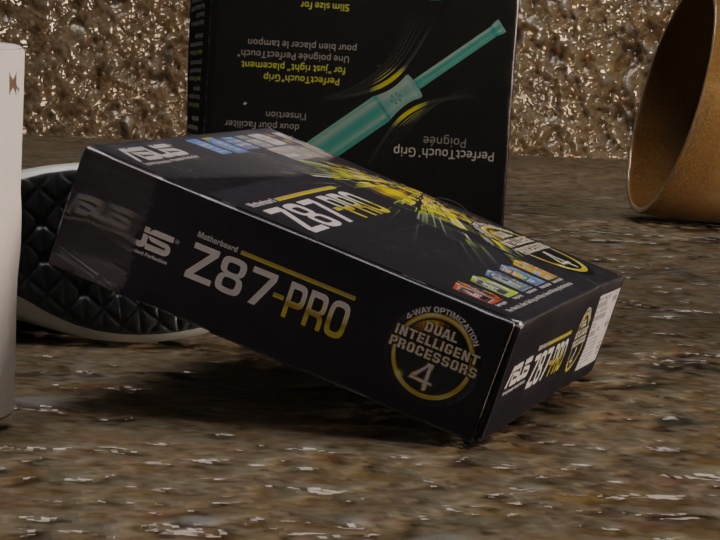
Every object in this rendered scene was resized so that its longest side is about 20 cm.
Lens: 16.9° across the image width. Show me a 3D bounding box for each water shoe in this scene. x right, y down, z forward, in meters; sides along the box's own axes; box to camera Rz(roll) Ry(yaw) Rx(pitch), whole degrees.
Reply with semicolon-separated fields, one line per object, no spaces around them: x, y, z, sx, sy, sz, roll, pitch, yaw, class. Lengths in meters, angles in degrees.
-0.142;-0.010;1.006;0.199;0.072;0.079;4;0;-6;water shoe

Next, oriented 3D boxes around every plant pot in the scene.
0.333;-0.111;1.890;0.199;0.187;0.186;14;4;-8;plant pot

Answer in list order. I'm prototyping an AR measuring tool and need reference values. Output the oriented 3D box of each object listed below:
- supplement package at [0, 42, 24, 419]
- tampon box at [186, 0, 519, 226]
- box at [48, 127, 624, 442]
-0.213;-0.014;0.726;0.199;0.122;0.120;3;5;10;supplement package
-0.008;-0.086;1.189;0.149;0.201;0.126;3;5;-8;tampon box
0.000;0.000;0.875;0.161;0.049;0.200;21;10;14;box
